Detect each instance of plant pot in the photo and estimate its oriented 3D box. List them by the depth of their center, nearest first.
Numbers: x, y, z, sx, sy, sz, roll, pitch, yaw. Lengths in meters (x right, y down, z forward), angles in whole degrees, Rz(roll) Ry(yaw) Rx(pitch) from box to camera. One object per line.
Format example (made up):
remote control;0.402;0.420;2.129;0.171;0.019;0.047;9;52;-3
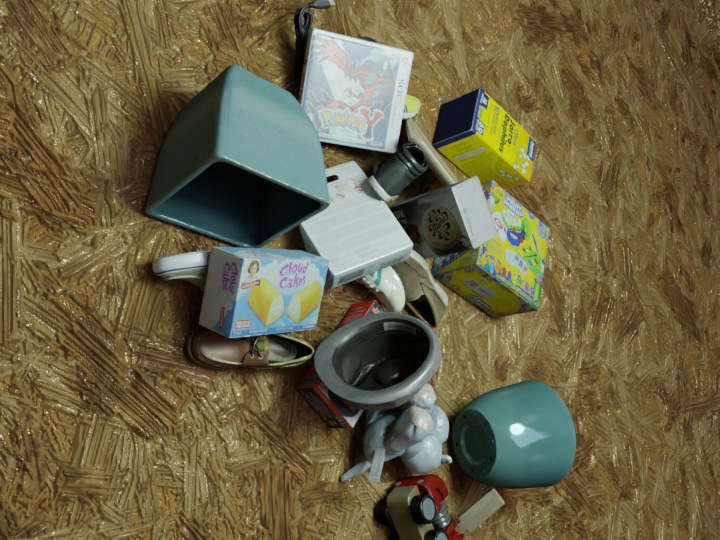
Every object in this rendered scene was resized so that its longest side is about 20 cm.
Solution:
plant pot;-0.175;-0.177;1.135;0.195;0.196;0.201;21;57;-38
plant pot;0.269;0.311;1.434;0.160;0.200;0.202;-1;80;-32

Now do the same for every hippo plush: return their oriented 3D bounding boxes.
hippo plush;0.095;0.278;1.293;0.160;0.159;0.201;33;59;-33

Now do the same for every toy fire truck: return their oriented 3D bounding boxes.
toy fire truck;0.147;0.425;1.345;0.200;0.128;0.177;-32;101;-54

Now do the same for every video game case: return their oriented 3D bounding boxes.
video game case;-0.010;-0.309;1.349;0.199;0.023;0.184;5;101;-27

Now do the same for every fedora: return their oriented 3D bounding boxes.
fedora;0.031;0.156;1.206;0.199;0.177;0.091;-31;137;-23

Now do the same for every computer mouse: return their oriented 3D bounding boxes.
computer mouse;-0.048;-0.416;1.389;0.199;0.046;0.141;-16;116;-37

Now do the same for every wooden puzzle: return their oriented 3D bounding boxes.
wooden puzzle;0.131;-0.201;1.469;0.185;0.046;0.200;49;13;-24

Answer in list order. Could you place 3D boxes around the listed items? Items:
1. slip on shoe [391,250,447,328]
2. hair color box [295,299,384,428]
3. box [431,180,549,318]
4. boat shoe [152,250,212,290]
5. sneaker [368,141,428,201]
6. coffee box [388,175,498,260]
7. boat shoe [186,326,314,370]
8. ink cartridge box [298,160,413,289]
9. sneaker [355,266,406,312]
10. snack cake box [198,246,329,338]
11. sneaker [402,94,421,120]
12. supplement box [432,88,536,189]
slip on shoe;0.094;0.029;1.407;0.200;0.076;0.061;51;44;-38
hair color box;-0.012;0.155;1.290;0.102;0.061;0.200;52;51;-22
box;0.267;-0.039;1.558;0.200;0.122;0.194;34;59;-32
boat shoe;-0.211;0.003;1.134;0.199;0.072;0.063;-4;89;-45
sneaker;0.076;-0.181;1.375;0.071;0.099;0.200;51;14;-6
coffee box;0.134;-0.085;1.390;0.080;0.199;0.114;-27;99;-40
boat shoe;-0.160;0.112;1.156;0.199;0.068;0.072;6;78;-41
ink cartridge box;-0.030;-0.080;1.293;0.159;0.047;0.201;-21;63;-26
sneaker;0.000;0.000;1.342;0.093;0.070;0.201;-33;101;-31
snack cake box;-0.138;0.029;1.142;0.200;0.067;0.116;0;106;-56
sneaker;0.037;-0.325;1.417;0.199;0.075;0.077;-1;113;-39
supplement box;0.262;-0.267;1.617;0.200;0.109;0.109;33;59;-34
